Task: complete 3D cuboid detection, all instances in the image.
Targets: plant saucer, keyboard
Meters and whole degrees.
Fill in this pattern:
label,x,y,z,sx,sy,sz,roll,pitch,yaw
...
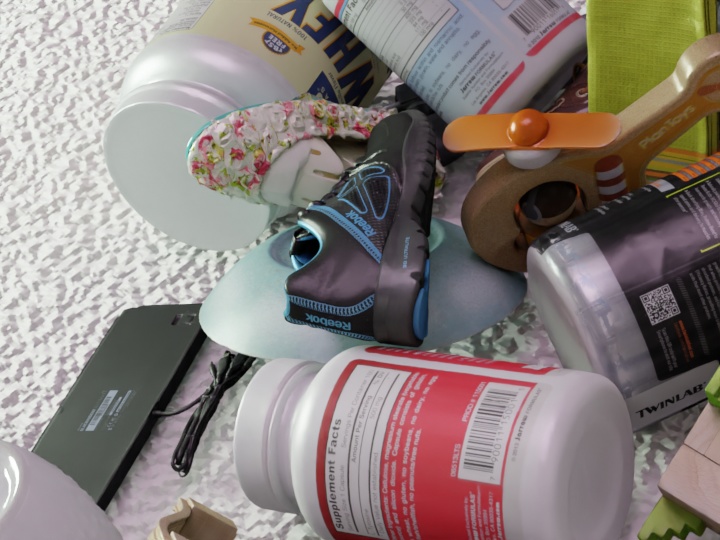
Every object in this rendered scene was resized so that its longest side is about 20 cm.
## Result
label,x,y,z,sx,sy,sz,roll,pitch,yaw
plant saucer,0.000,0.000,1.375,0.199,0.039,0.201,-5,21,2
keyboard,-0.134,0.091,1.391,0.126,0.021,0.201,-2,41,30

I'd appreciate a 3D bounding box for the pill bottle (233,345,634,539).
label,x,y,z,sx,sy,sz,roll,pitch,yaw
pill bottle,0.036,0.100,1.225,0.199,0.113,0.112,6,44,31

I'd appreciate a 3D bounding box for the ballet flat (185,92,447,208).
label,x,y,z,sx,sy,sz,roll,pitch,yaw
ballet flat,-0.018,-0.068,1.418,0.199,0.076,0.064,-6,42,-46

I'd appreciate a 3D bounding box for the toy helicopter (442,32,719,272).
label,x,y,z,sx,sy,sz,roll,pitch,yaw
toy helicopter,0.138,-0.072,1.310,0.200,0.132,0.079,-38,41,22

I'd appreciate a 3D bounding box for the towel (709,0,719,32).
label,x,y,z,sx,sy,sz,roll,pitch,yaw
towel,0.272,-0.168,1.381,0.200,0.048,0.171,43,45,16

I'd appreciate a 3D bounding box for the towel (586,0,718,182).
label,x,y,z,sx,sy,sz,roll,pitch,yaw
towel,0.170,-0.100,1.355,0.086,0.202,0.018,8,19,32

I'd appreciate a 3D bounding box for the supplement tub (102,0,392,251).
label,x,y,z,sx,sy,sz,roll,pitch,yaw
supplement tub,-0.071,-0.124,1.526,0.144,0.146,0.200,5,44,29

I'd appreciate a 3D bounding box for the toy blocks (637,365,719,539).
label,x,y,z,sx,sy,sz,roll,pitch,yaw
toy blocks,0.248,0.085,1.154,0.136,0.100,0.201,31,83,20

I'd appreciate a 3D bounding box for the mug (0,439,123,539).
label,x,y,z,sx,sy,sz,roll,pitch,yaw
mug,-0.203,0.177,1.182,0.199,0.176,0.148,4,42,28

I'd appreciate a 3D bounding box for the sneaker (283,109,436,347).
label,x,y,z,sx,sy,sz,roll,pitch,yaw
sneaker,0.001,-0.033,1.298,0.081,0.074,0.200,3,31,3

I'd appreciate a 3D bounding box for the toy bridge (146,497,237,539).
label,x,y,z,sx,sy,sz,roll,pitch,yaw
toy bridge,-0.080,0.161,1.191,0.027,0.067,0.200,-57,20,5

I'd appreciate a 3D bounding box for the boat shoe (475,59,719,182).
label,x,y,z,sx,sy,sz,roll,pitch,yaw
boat shoe,0.160,-0.098,1.434,0.199,0.072,0.072,-28,43,10

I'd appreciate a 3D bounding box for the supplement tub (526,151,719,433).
label,x,y,z,sx,sy,sz,roll,pitch,yaw
supplement tub,0.202,-0.001,1.269,0.199,0.123,0.123,-24,37,-5

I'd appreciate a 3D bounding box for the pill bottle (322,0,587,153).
label,x,y,z,sx,sy,sz,roll,pitch,yaw
pill bottle,0.045,-0.178,1.459,0.200,0.109,0.109,45,62,7

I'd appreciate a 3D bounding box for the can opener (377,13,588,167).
label,x,y,z,sx,sy,sz,roll,pitch,yaw
can opener,0.102,-0.115,1.532,0.199,0.053,0.067,-19,69,0
